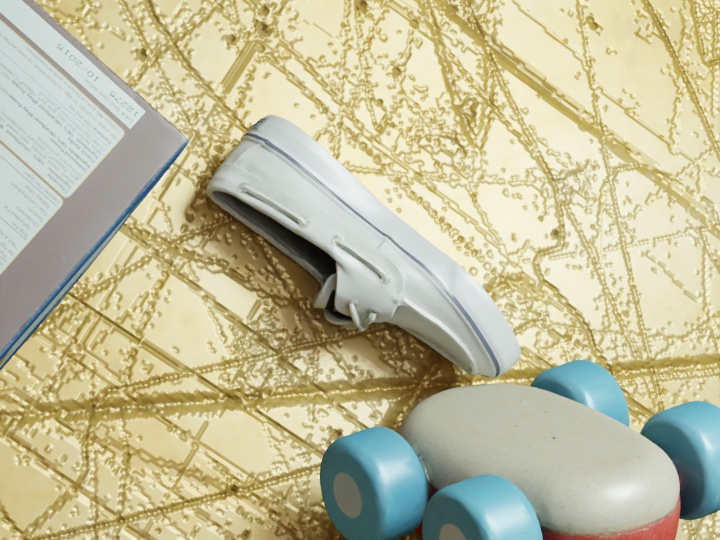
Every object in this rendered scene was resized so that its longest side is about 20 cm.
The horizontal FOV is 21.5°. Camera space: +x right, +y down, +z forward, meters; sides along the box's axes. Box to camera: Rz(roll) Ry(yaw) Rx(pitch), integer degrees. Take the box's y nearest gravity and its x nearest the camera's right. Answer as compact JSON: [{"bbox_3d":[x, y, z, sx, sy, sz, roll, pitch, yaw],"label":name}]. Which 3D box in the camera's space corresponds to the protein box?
[{"bbox_3d":[-0.214,-0.010,0.921,0.135,0.198,0.200,41,68,-5],"label":"protein box"}]

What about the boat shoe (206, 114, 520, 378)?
[{"bbox_3d":[0.000,0.000,1.064,0.200,0.072,0.066,43,72,-4],"label":"boat shoe"}]

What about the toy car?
[{"bbox_3d":[0.095,0.175,1.032,0.183,0.176,0.201,-14,110,-35],"label":"toy car"}]
